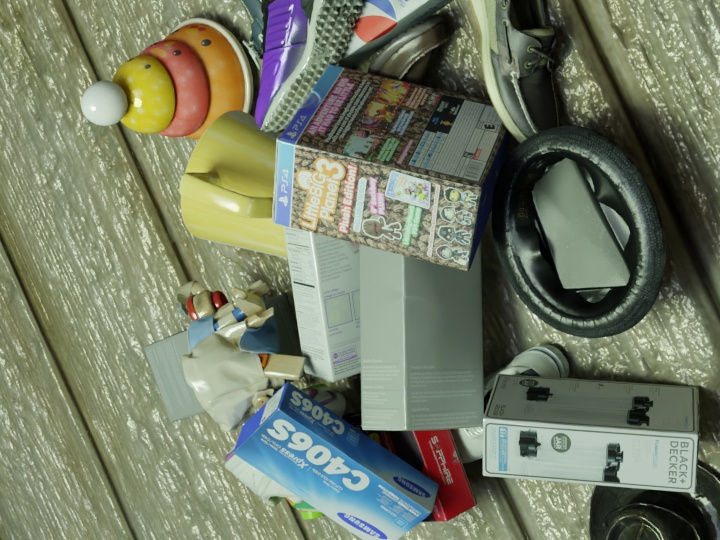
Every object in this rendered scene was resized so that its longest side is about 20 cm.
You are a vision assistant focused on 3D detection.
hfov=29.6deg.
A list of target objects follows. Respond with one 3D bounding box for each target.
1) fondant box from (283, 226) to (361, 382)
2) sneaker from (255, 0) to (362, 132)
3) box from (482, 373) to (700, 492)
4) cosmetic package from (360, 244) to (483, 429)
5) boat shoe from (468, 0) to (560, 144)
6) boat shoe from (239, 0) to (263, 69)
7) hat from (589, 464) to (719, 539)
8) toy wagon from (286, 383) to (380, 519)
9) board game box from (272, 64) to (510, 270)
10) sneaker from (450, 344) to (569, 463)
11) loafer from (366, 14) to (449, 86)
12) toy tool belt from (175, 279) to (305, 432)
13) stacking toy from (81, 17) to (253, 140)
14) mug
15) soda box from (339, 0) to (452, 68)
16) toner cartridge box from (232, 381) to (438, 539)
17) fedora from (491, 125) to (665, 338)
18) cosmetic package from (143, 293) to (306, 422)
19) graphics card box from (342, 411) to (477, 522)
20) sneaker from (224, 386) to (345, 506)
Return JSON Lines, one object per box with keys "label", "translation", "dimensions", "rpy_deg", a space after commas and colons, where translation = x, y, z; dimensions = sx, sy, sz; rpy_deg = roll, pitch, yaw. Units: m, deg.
{"label": "fondant box", "translation": [0.000, 0.000, 1.449], "dimensions": [0.058, 0.143, 0.202], "rpy_deg": [13, 115, 54]}
{"label": "sneaker", "translation": [-0.069, -0.240, 1.395], "dimensions": [0.100, 0.069, 0.201], "rpy_deg": [47, 126, 26]}
{"label": "box", "translation": [0.221, 0.152, 1.298], "dimensions": [0.198, 0.117, 0.061], "rpy_deg": [2, 108, 12]}
{"label": "cosmetic package", "translation": [0.062, 0.060, 1.388], "dimensions": [0.090, 0.106, 0.202], "rpy_deg": [-11, 78, 55]}
{"label": "boat shoe", "translation": [0.154, -0.216, 1.300], "dimensions": [0.064, 0.073, 0.202], "rpy_deg": [-15, 95, 46]}
{"label": "boat shoe", "translation": [-0.089, -0.246, 1.488], "dimensions": [0.062, 0.075, 0.200], "rpy_deg": [-40, 86, 17]}
{"label": "hat", "translation": [0.292, 0.287, 1.354], "dimensions": [0.199, 0.081, 0.203], "rpy_deg": [14, 114, 34]}
{"label": "toy wagon", "translation": [-0.044, 0.209, 1.558], "dimensions": [0.199, 0.039, 0.157], "rpy_deg": [-12, 94, 56]}
{"label": "board game box", "translation": [0.033, -0.103, 1.325], "dimensions": [0.198, 0.160, 0.098], "rpy_deg": [14, 128, 11]}
{"label": "sneaker", "translation": [0.136, 0.146, 1.440], "dimensions": [0.073, 0.071, 0.200], "rpy_deg": [51, 131, 13]}
{"label": "loafer", "translation": [0.039, -0.183, 1.416], "dimensions": [0.071, 0.073, 0.200], "rpy_deg": [45, 134, 5]}
{"label": "toy tool belt", "translation": [-0.124, 0.074, 1.502], "dimensions": [0.122, 0.201, 0.125], "rpy_deg": [-26, 128, 8]}
{"label": "stacking toy", "translation": [-0.230, -0.199, 1.536], "dimensions": [0.145, 0.199, 0.148], "rpy_deg": [14, 114, 34]}
{"label": "mug", "translation": [-0.105, -0.073, 1.501], "dimensions": [0.152, 0.187, 0.150], "rpy_deg": [22, 134, 22]}
{"label": "soda box", "translation": [0.025, -0.273, 1.389], "dimensions": [0.199, 0.068, 0.064], "rpy_deg": [-27, 88, 41]}
{"label": "toner cartridge box", "translation": [-0.025, 0.207, 1.427], "dimensions": [0.199, 0.043, 0.095], "rpy_deg": [35, 130, -13]}
{"label": "fedora", "translation": [0.220, -0.042, 1.292], "dimensions": [0.199, 0.091, 0.203], "rpy_deg": [14, 114, 35]}
{"label": "cosmetic package", "translation": [-0.163, 0.108, 1.665], "dimensions": [0.199, 0.090, 0.108], "rpy_deg": [-18, 91, 39]}
{"label": "graphics card box", "translation": [0.036, 0.218, 1.533], "dimensions": [0.199, 0.051, 0.127], "rpy_deg": [-16, 95, 57]}
{"label": "sneaker", "translation": [-0.065, 0.195, 1.504], "dimensions": [0.100, 0.075, 0.200], "rpy_deg": [50, 134, -1]}
